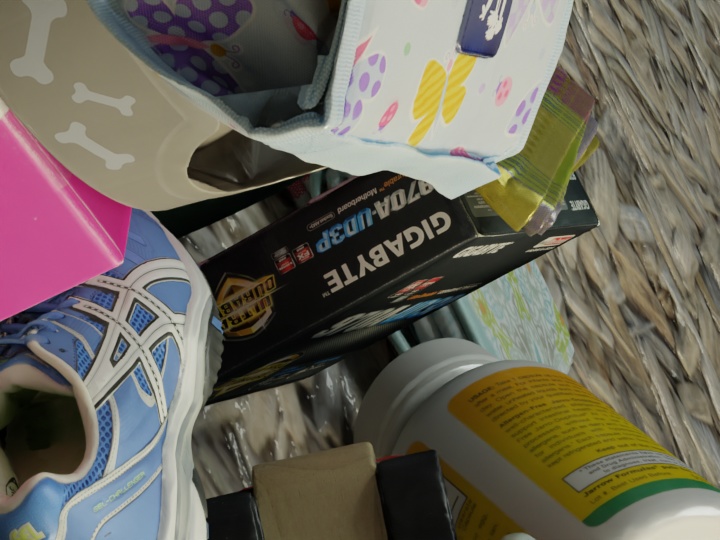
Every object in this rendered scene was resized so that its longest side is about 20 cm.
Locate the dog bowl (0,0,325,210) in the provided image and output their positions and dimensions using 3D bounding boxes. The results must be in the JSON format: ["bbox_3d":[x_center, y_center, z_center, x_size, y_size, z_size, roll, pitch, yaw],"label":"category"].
[{"bbox_3d":[-0.078,-0.109,0.844,0.200,0.059,0.200,52,23,-33],"label":"dog bowl"}]

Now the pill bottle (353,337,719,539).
[{"bbox_3d":[0.080,0.107,1.162,0.113,0.113,0.200,52,-9,-37],"label":"pill bottle"}]

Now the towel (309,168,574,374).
[{"bbox_3d":[0.044,-0.001,1.334,0.200,0.048,0.171,63,17,-13],"label":"towel"}]

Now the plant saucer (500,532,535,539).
[{"bbox_3d":[0.089,0.193,0.962,0.200,0.050,0.200,-9,90,-78],"label":"plant saucer"}]

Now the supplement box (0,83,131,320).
[{"bbox_3d":[-0.136,-0.074,0.889,0.101,0.103,0.200,55,19,-29],"label":"supplement box"}]

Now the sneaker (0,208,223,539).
[{"bbox_3d":[-0.095,0.035,0.909,0.077,0.076,0.200,49,20,-40],"label":"sneaker"}]

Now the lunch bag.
[{"bbox_3d":[-0.009,-0.125,0.773,0.170,0.127,0.200,7,66,-65],"label":"lunch bag"}]

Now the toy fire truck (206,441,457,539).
[{"bbox_3d":[0.021,0.171,1.038,0.200,0.129,0.176,75,2,-71],"label":"toy fire truck"}]

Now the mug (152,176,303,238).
[{"bbox_3d":[-0.073,-0.110,1.094,0.152,0.114,0.185,48,25,-44],"label":"mug"}]

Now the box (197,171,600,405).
[{"bbox_3d":[0.000,0.000,1.088,0.046,0.159,0.200,63,17,6],"label":"box"}]

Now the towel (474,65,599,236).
[{"bbox_3d":[0.008,-0.095,1.000,0.200,0.023,0.144,39,24,-3],"label":"towel"}]

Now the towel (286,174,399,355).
[{"bbox_3d":[0.013,-0.029,1.382,0.200,0.030,0.146,55,21,-31],"label":"towel"}]
